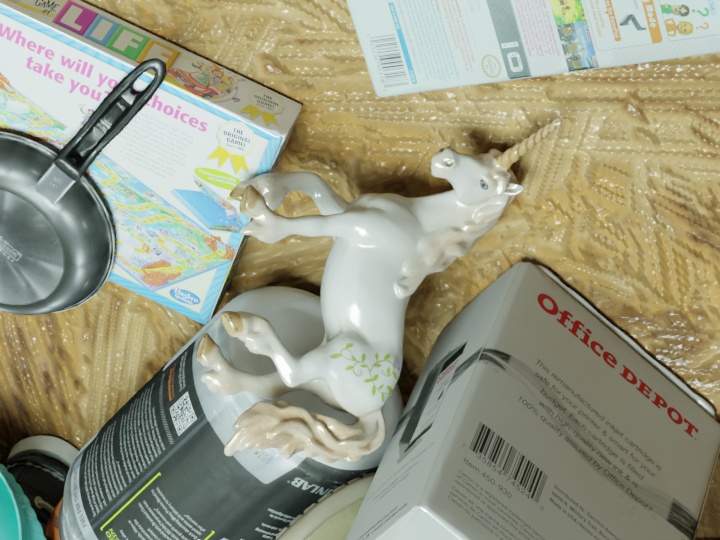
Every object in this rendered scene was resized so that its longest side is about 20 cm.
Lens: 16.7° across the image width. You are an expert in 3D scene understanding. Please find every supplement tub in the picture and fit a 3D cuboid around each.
[{"bbox_3d":[-0.078,0.109,1.319,0.122,0.123,0.200,40,125,-10],"label":"supplement tub"}]

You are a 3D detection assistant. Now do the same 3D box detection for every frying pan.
[{"bbox_3d":[-0.154,-0.030,1.268,0.189,0.031,0.115,-17,118,30],"label":"frying pan"}]

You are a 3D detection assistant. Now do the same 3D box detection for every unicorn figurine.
[{"bbox_3d":[0.000,0.000,1.218,0.137,0.074,0.201,14,98,-14],"label":"unicorn figurine"}]

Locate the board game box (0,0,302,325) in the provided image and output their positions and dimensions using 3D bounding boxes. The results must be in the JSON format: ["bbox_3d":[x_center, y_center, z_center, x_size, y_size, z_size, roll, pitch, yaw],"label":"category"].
[{"bbox_3d":[-0.145,-0.069,1.276,0.199,0.034,0.135,26,127,0],"label":"board game box"}]

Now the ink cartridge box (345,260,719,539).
[{"bbox_3d":[0.087,0.114,1.220,0.147,0.200,0.083,39,129,-10],"label":"ink cartridge box"}]

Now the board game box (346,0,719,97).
[{"bbox_3d":[0.086,-0.168,1.115,0.199,0.064,0.148,-5,122,23],"label":"board game box"}]

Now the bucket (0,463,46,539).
[{"bbox_3d":[-0.264,0.191,1.345,0.207,0.134,0.208,13,107,48],"label":"bucket"}]

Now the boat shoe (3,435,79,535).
[{"bbox_3d":[-0.160,0.192,1.441,0.075,0.060,0.200,-20,115,28],"label":"boat shoe"}]

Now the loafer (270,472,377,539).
[{"bbox_3d":[0.029,0.144,1.264,0.076,0.199,0.068,-47,64,42],"label":"loafer"}]
